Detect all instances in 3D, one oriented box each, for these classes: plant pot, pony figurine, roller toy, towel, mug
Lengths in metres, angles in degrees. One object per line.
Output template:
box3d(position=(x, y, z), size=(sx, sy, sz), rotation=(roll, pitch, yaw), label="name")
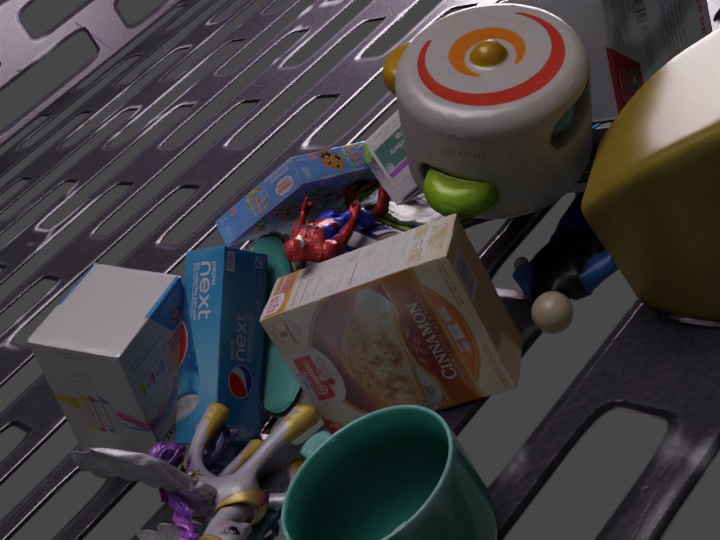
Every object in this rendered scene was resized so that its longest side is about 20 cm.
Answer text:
box3d(position=(0.304, -0.074, 0.975), size=(0.198, 0.196, 0.195), rotation=(-23, 26, 37), label="plant pot")
box3d(position=(-0.145, 0.203, 1.046), size=(0.190, 0.169, 0.201), rotation=(-1, 30, 24), label="pony figurine")
box3d(position=(0.125, -0.157, 1.082), size=(0.180, 0.141, 0.202), rotation=(-17, 46, -3), label="roller toy")
box3d(position=(0.120, -0.082, 1.287), size=(0.198, 0.023, 0.143), rotation=(-20, 23, -28), label="towel")
box3d(position=(0.029, 0.190, 0.897), size=(0.150, 0.115, 0.186), rotation=(-25, 27, 15), label="mug")

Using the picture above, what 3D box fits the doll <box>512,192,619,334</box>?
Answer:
box3d(position=(0.213, -0.017, 1.120), size=(0.135, 0.049, 0.201), rotation=(-8, 35, 41), label="doll")

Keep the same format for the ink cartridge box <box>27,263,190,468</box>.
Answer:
box3d(position=(-0.244, 0.116, 1.251), size=(0.123, 0.202, 0.129), rotation=(6, 42, 27), label="ink cartridge box")

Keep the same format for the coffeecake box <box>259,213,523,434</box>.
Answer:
box3d(position=(0.030, 0.057, 1.076), size=(0.198, 0.155, 0.073), rotation=(-19, 27, 25), label="coffeecake box")

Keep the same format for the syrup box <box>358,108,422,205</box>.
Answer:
box3d(position=(0.094, -0.148, 1.263), size=(0.079, 0.082, 0.199), rotation=(-40, -7, 40), label="syrup box")

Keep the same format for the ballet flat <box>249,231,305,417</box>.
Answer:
box3d(position=(-0.081, 0.058, 1.240), size=(0.074, 0.064, 0.204), rotation=(-5, 77, 11), label="ballet flat")

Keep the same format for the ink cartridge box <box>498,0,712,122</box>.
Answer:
box3d(position=(0.281, -0.260, 1.288), size=(0.198, 0.148, 0.144), rotation=(-25, 16, -37), label="ink cartridge box")

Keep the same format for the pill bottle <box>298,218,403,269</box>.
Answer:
box3d(position=(0.000, 0.000, 1.254), size=(0.111, 0.112, 0.199), rotation=(-39, 27, -14), label="pill bottle")

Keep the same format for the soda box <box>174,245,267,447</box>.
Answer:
box3d(position=(-0.145, 0.081, 1.200), size=(0.067, 0.064, 0.204), rotation=(-6, 78, 43), label="soda box")

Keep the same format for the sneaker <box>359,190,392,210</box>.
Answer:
box3d(position=(0.060, -0.105, 1.417), size=(0.087, 0.074, 0.202), rotation=(-15, 41, 30), label="sneaker")

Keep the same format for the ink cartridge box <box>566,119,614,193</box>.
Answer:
box3d(position=(0.230, -0.128, 1.228), size=(0.196, 0.044, 0.199), rotation=(-5, 18, 41), label="ink cartridge box")

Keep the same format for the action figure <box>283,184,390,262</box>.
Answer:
box3d(position=(-0.029, -0.048, 1.153), size=(0.064, 0.053, 0.200), rotation=(5, 23, 20), label="action figure")

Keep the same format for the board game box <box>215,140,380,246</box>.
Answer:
box3d(position=(-0.044, -0.092, 1.279), size=(0.198, 0.037, 0.151), rotation=(-18, -12, -45), label="board game box")
